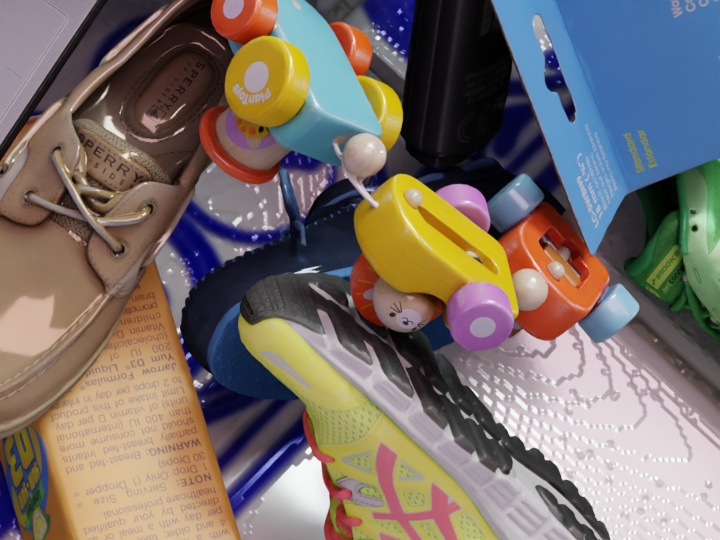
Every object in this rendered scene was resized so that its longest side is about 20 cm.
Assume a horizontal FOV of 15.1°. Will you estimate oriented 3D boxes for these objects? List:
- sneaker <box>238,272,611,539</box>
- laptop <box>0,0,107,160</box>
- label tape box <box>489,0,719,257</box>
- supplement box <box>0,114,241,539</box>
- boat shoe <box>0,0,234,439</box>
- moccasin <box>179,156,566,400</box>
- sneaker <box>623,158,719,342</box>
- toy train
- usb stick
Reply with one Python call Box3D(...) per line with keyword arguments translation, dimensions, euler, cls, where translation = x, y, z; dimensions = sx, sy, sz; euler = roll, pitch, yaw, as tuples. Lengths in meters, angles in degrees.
Box3D(translation=(0.014, 0.084, 0.993), dimensions=(0.200, 0.090, 0.078), euler=(46, 12, -25), cls="sneaker")
Box3D(translation=(-0.202, -0.131, 0.961), dimensions=(0.200, 0.116, 0.187), euler=(36, 97, 12), cls="laptop")
Box3D(translation=(0.120, -0.123, 1.032), dimensions=(0.144, 0.063, 0.200), euler=(65, 34, -32), cls="label tape box")
Box3D(translation=(-0.103, 0.044, 1.015), dimensions=(0.069, 0.067, 0.200), euler=(-13, 70, -23), cls="supplement box")
Box3D(translation=(-0.100, -0.028, 0.974), dimensions=(0.071, 0.065, 0.200), euler=(31, 60, -2), cls="boat shoe")
Box3D(translation=(0.000, 0.000, 1.064), dimensions=(0.200, 0.081, 0.068), euler=(-11, 51, -47), cls="moccasin")
Box3D(translation=(0.153, 0.007, 1.115), dimensions=(0.083, 0.074, 0.200), euler=(-12, 61, -25), cls="sneaker")
Box3D(translation=(0.013, -0.030, 0.988), dimensions=(0.200, 0.056, 0.150), euler=(47, 22, -7), cls="toy train")
Box3D(translation=(0.046, -0.135, 1.041), dimensions=(0.033, 0.200, 0.055), euler=(25, 35, 28), cls="usb stick")
